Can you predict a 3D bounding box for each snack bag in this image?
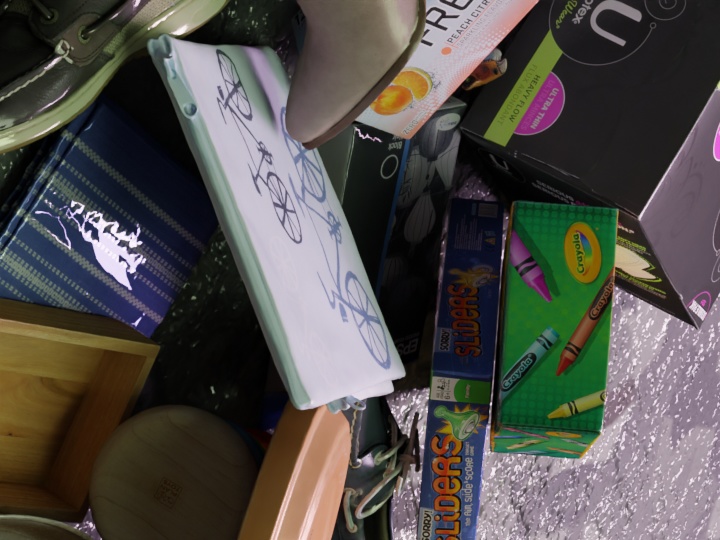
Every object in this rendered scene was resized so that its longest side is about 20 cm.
[{"bbox_3d":[-0.038,-0.020,1.173,0.200,0.021,0.190,-13,82,-77],"label":"snack bag"}]

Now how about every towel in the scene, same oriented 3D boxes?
[{"bbox_3d":[-0.153,0.020,1.211,0.201,0.024,0.145,-57,146,-6],"label":"towel"}]

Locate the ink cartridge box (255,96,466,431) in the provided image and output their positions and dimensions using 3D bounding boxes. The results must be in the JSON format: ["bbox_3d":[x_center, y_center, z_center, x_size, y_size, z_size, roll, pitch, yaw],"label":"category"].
[{"bbox_3d":[0.000,0.000,1.373,0.099,0.039,0.201,-16,124,-47],"label":"ink cartridge box"}]

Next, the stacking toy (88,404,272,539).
[{"bbox_3d":[-0.077,0.110,1.279,0.086,0.085,0.200,-65,172,2],"label":"stacking toy"}]

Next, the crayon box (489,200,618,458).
[{"bbox_3d":[0.105,0.037,1.355,0.200,0.058,0.120,77,18,-81],"label":"crayon box"}]

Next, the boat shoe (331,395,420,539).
[{"bbox_3d":[0.000,0.106,1.342,0.075,0.062,0.201,-63,166,-45],"label":"boat shoe"}]

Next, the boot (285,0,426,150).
[{"bbox_3d":[-0.024,-0.162,1.132,0.146,0.070,0.200,26,114,-28],"label":"boot"}]

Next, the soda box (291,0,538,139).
[{"bbox_3d":[0.050,-0.157,1.222,0.068,0.064,0.200,18,131,-33],"label":"soda box"}]

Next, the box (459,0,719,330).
[{"bbox_3d":[0.166,-0.081,1.433,0.149,0.124,0.200,-59,156,-8],"label":"box"}]

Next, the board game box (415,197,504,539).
[{"bbox_3d":[0.057,0.064,1.389,0.200,0.034,0.136,-80,175,-62],"label":"board game box"}]

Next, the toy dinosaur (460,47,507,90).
[{"bbox_3d":[0.090,-0.194,1.331,0.200,0.105,0.182,-38,157,-47],"label":"toy dinosaur"}]

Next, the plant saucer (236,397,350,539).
[{"bbox_3d":[-0.041,0.152,1.209,0.200,0.032,0.201,15,90,-85],"label":"plant saucer"}]

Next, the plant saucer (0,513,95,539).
[{"bbox_3d":[-0.200,0.200,1.186,0.199,0.032,0.201,-18,124,-29],"label":"plant saucer"}]

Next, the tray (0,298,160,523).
[{"bbox_3d":[-0.185,0.062,1.146,0.200,0.037,0.099,14,103,-55],"label":"tray"}]

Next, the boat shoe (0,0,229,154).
[{"bbox_3d":[-0.136,-0.117,1.106,0.201,0.071,0.066,-38,132,-39],"label":"boat shoe"}]
